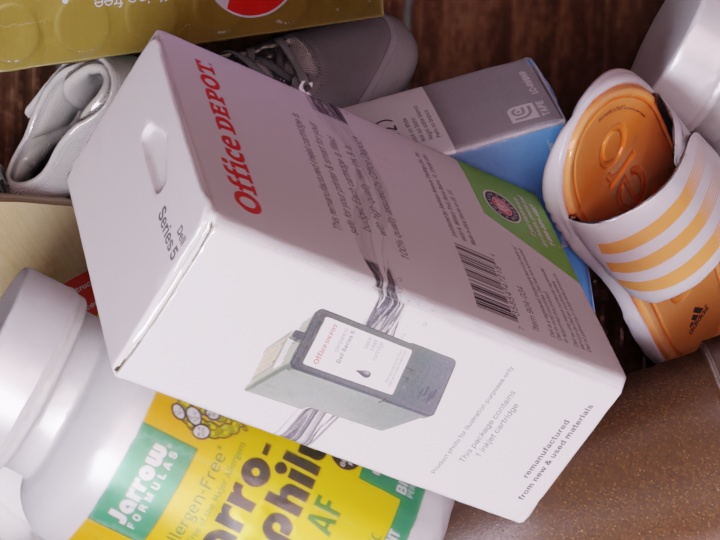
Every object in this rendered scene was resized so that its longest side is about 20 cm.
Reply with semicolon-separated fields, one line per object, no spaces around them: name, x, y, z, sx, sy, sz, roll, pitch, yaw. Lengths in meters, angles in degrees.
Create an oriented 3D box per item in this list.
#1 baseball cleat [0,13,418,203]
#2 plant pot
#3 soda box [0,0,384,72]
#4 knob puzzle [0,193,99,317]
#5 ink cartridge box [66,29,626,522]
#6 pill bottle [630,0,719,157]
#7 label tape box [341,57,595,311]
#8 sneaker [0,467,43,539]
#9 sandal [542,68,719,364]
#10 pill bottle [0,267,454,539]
baseball cleat;-0.069;-0.073;1.346;0.200;0.070;0.106;-33;141;-4
plant pot;0.127;0.130;1.352;0.198;0.200;0.200;-12;96;2
soda box;-0.092;-0.134;1.313;0.200;0.064;0.068;-11;105;-27
knob puzzle;-0.162;0.043;1.354;0.220;0.030;0.220;-9;118;-17
ink cartridge box;-0.009;0.002;1.220;0.200;0.146;0.084;22;116;-27
pill bottle;0.228;-0.065;1.382;0.200;0.111;0.111;27;90;-9
label tape box;0.000;0.000;1.351;0.200;0.066;0.143;-14;126;-5
sneaker;-0.100;0.092;1.322;0.200;0.075;0.088;33;131;-29
sandal;0.146;-0.016;1.344;0.079;0.059;0.207;-58;144;-16
pill bottle;-0.070;0.080;1.240;0.200;0.113;0.113;29;90;-11
